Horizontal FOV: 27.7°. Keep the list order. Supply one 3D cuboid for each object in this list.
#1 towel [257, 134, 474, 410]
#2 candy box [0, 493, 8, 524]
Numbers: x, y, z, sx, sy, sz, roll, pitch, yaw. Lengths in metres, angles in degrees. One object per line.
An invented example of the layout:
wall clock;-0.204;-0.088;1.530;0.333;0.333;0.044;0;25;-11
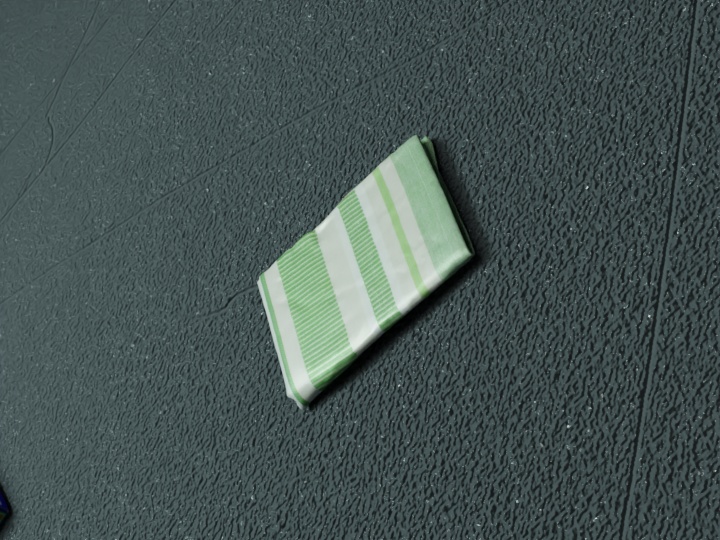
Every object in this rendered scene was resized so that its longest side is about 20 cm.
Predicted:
towel;0.000;0.000;1.170;0.200;0.023;0.153;-42;41;23
candy box;-0.460;0.273;1.499;0.201;0.077;0.169;-58;37;7
